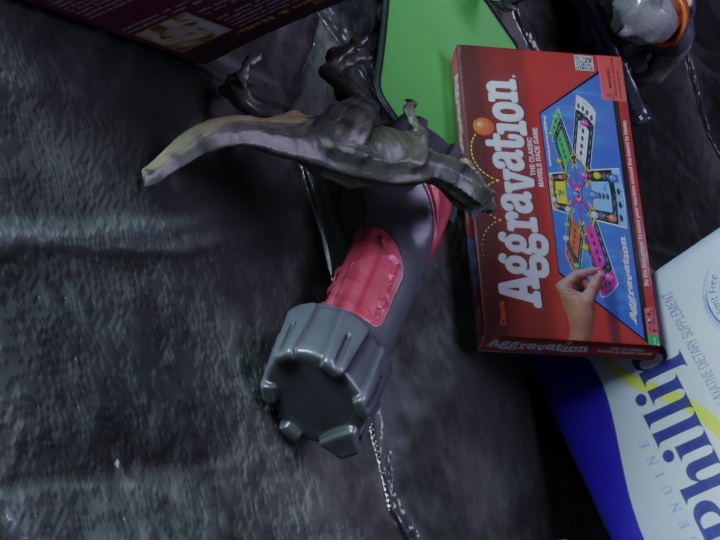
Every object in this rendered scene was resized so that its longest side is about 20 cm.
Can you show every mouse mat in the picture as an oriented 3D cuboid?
[{"bbox_3d":[0.055,-0.118,1.430,0.161,0.008,0.201,50,30,-36],"label":"mouse mat"}]

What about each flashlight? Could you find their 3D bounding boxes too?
[{"bbox_3d":[0.000,0.000,1.164,0.200,0.067,0.068,-64,169,-53],"label":"flashlight"}]

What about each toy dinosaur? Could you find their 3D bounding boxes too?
[{"bbox_3d":[-0.020,-0.069,1.136,0.199,0.048,0.088,4,44,-31],"label":"toy dinosaur"}]

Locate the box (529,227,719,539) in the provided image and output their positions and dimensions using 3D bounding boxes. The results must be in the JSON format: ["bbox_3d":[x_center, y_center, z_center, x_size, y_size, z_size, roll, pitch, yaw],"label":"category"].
[{"bbox_3d":[0.227,0.084,1.349,0.105,0.200,0.184,32,27,-50],"label":"box"}]

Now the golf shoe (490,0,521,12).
[{"bbox_3d":[0.073,-0.248,1.501,0.094,0.078,0.201,31,36,-38],"label":"golf shoe"}]

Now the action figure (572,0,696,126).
[{"bbox_3d":[0.187,-0.216,1.666,0.201,0.104,0.194,61,16,-22],"label":"action figure"}]

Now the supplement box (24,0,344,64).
[{"bbox_3d":[-0.085,-0.165,1.055,0.200,0.110,0.086,13,59,-62],"label":"supplement box"}]

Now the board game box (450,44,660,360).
[{"bbox_3d":[0.109,-0.042,1.373,0.019,0.102,0.201,108,-19,-56],"label":"board game box"}]
